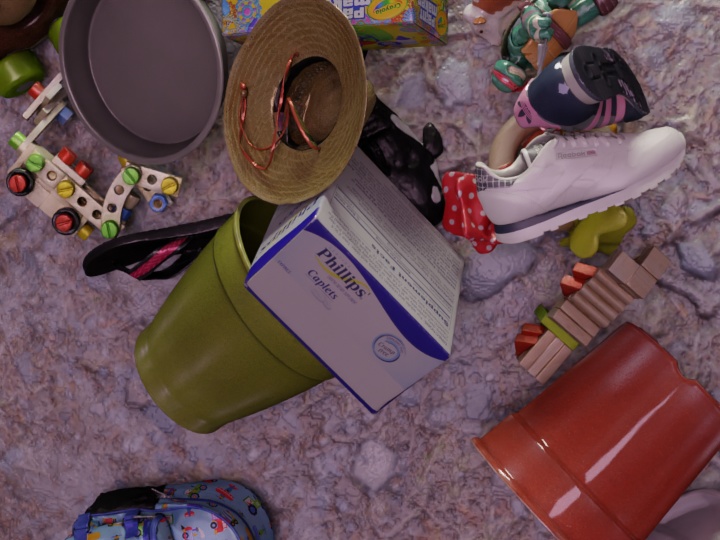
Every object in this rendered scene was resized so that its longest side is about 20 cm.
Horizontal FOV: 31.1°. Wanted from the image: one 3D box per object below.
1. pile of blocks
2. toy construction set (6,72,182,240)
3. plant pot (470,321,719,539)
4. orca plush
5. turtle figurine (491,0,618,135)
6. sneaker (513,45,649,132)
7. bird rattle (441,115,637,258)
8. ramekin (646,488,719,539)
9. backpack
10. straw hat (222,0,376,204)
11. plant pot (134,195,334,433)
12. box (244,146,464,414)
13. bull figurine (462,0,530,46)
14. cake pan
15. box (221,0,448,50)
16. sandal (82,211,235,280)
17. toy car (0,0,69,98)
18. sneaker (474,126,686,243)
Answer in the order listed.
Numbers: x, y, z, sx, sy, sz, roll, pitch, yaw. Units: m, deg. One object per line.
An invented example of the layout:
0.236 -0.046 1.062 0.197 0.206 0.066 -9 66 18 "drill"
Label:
0.216 0.028 1.284 0.062 0.082 0.200 39 122 -8 "pile of blocks"
-0.295 -0.112 1.367 0.200 0.092 0.131 44 100 4 "toy construction set"
0.244 0.169 1.259 0.195 0.201 0.201 -45 87 2 "plant pot"
0.027 -0.136 1.324 0.104 0.071 0.202 -15 91 9 "orca plush"
0.187 -0.225 1.234 0.101 0.149 0.201 43 101 32 "turtle figurine"
0.203 -0.160 1.192 0.082 0.199 0.071 -30 75 28 "sneaker"
0.183 -0.087 1.306 0.198 0.113 0.165 11 78 15 "bird rattle"
0.318 0.319 1.254 0.094 0.202 0.203 40 99 -7 "ramekin"
-0.191 0.317 1.363 0.197 0.135 0.185 -8 94 7 "backpack"
-0.036 -0.156 1.216 0.200 0.084 0.204 -1 89 45 "straw hat"
-0.122 0.062 1.316 0.192 0.200 0.201 -37 88 22 "plant pot"
0.000 0.000 1.245 0.105 0.201 0.184 -38 106 24 "box"
0.169 -0.323 1.290 0.120 0.065 0.203 4 103 -1 "bull figurine"
-0.213 -0.208 1.294 0.198 0.037 0.203 9 111 25 "cake pan"
-0.023 -0.321 1.269 0.197 0.122 0.195 1 89 20 "box"
-0.202 -0.018 1.367 0.198 0.075 0.046 -13 79 7 "sandal"
-0.382 -0.284 1.313 0.157 0.200 0.165 -32 89 11 "toy car"
0.204 -0.096 1.194 0.198 0.076 0.081 -23 101 -1 "sneaker"
